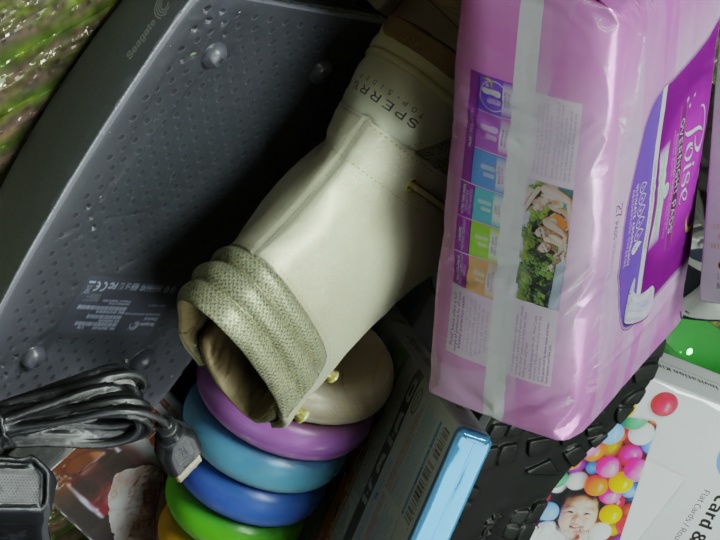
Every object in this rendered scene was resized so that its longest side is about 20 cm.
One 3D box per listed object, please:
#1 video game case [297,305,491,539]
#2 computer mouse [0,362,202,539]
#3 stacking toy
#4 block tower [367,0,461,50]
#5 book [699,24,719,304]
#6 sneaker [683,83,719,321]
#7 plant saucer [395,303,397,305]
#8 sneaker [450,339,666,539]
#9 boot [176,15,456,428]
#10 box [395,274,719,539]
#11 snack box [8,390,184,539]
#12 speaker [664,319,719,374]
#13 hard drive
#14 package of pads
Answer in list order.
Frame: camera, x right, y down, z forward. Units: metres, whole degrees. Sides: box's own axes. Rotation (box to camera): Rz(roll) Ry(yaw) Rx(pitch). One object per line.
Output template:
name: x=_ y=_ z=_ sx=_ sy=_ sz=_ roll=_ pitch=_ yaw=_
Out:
video game case: x=-0.001 y=0.101 z=1.270 sx=0.018 sy=0.200 sz=0.143 roll=19 pitch=102 yaw=-17
computer mouse: x=-0.134 y=0.086 z=1.200 sx=0.140 sy=0.046 sz=0.200 roll=-10 pitch=152 yaw=-3
stacking toy: x=-0.057 y=0.108 z=1.284 sx=0.085 sy=0.085 sz=0.200 roll=-8 pitch=131 yaw=-45
block tower: x=0.075 y=-0.094 z=1.256 sx=0.054 sy=0.058 sz=0.200 roll=-48 pitch=148 yaw=9
book: x=0.193 y=-0.087 z=1.188 sx=0.133 sy=0.048 sz=0.200 roll=-3 pitch=99 yaw=-46
sneaker: x=0.142 y=-0.025 z=1.292 sx=0.199 sy=0.080 sz=0.130 roll=12 pitch=159 yaw=-27
plant saucer: x=0.073 y=0.039 z=1.439 sx=0.200 sy=0.037 sz=0.200 roll=-30 pitch=148 yaw=-21
sneaker: x=0.052 y=0.060 z=1.282 sx=0.076 sy=0.088 sz=0.200 roll=17 pitch=115 yaw=-43
boot: x=0.000 y=0.000 z=1.195 sx=0.155 sy=0.072 sz=0.200 roll=-52 pitch=158 yaw=-11
box: x=0.085 y=0.097 z=1.380 sx=0.200 sy=0.041 sz=0.156 roll=21 pitch=115 yaw=-18
snack box: x=-0.092 y=0.104 z=1.336 sx=0.072 sy=0.024 sz=0.200 roll=-44 pitch=149 yaw=-5
speaker: x=0.119 y=0.115 z=1.466 sx=0.088 sy=0.088 sz=0.200 roll=3 pitch=127 yaw=-51
hard drive: x=-0.083 y=-0.032 z=1.159 sx=0.135 sy=0.042 sz=0.200 roll=3 pitch=126 yaw=-52
package of pads: x=0.085 y=-0.048 z=1.125 sx=0.120 sy=0.076 sz=0.200 roll=-42 pitch=144 yaw=-48
